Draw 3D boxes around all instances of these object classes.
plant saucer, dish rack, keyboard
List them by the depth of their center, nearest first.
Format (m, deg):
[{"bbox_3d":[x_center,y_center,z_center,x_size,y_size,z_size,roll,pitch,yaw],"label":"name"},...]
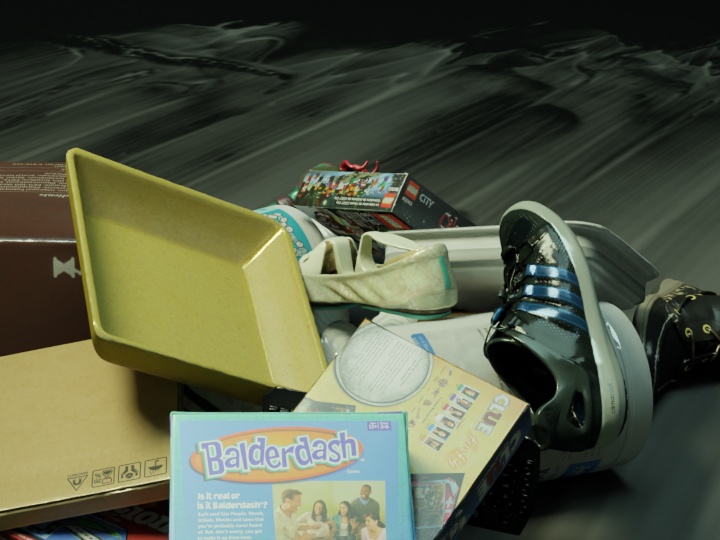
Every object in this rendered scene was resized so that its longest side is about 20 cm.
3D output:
[{"bbox_3d":[0.021,0.148,1.157,0.199,0.105,0.040,10,25,15],"label":"keyboard"},{"bbox_3d":[-0.128,0.018,1.235,0.199,0.049,0.201,19,35,-31],"label":"plant saucer"},{"bbox_3d":[0.126,0.006,1.357,0.199,0.044,0.171,-2,-15,29],"label":"dish rack"}]

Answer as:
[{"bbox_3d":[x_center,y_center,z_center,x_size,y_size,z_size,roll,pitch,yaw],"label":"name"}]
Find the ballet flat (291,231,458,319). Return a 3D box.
[{"bbox_3d":[0.000,0.000,1.304,0.199,0.063,0.067,2,12,45],"label":"ballet flat"}]

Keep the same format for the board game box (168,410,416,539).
[{"bbox_3d":[-0.041,0.180,1.009,0.151,0.045,0.201,1,55,-5],"label":"board game box"}]

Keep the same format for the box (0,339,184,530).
[{"bbox_3d":[-0.223,0.113,1.198,0.198,0.021,0.164,-11,39,4],"label":"box"}]

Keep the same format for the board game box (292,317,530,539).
[{"bbox_3d":[0.003,0.139,1.096,0.135,0.035,0.200,27,62,24],"label":"board game box"}]

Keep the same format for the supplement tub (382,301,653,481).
[{"bbox_3d":[0.102,0.096,1.257,0.199,0.133,0.132,-6,22,-20],"label":"supplement tub"}]

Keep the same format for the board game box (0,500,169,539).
[{"bbox_3d":[-0.204,0.174,1.181,0.199,0.020,0.103,16,24,32],"label":"board game box"}]

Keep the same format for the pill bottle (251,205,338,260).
[{"bbox_3d":[-0.102,0.005,1.502,0.199,0.112,0.110,-16,28,-40],"label":"pill bottle"}]

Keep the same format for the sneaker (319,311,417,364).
[{"bbox_3d":[0.027,0.077,1.387,0.080,0.071,0.200,29,21,19],"label":"sneaker"}]

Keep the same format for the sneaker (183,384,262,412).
[{"bbox_3d":[-0.109,0.103,1.288,0.115,0.076,0.201,-1,30,-33],"label":"sneaker"}]

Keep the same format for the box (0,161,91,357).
[{"bbox_3d":[-0.281,0.016,1.377,0.163,0.167,0.200,1,20,-4],"label":"box"}]

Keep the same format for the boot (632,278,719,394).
[{"bbox_3d":[0.314,0.065,1.449,0.150,0.074,0.200,10,17,19],"label":"boot"}]

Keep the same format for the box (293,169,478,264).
[{"bbox_3d":[0.055,-0.024,1.497,0.200,0.038,0.136,34,-17,-36],"label":"box"}]

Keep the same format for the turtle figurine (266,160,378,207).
[{"bbox_3d":[-0.038,-0.053,1.688,0.149,0.101,0.200,1,27,-2],"label":"turtle figurine"}]

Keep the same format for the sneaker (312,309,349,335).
[{"bbox_3d":[-0.079,0.051,1.422,0.104,0.076,0.200,1,13,18],"label":"sneaker"}]

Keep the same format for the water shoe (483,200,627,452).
[{"bbox_3d":[0.123,0.033,1.179,0.078,0.072,0.201,-4,54,-22],"label":"water shoe"}]

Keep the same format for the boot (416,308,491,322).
[{"bbox_3d":[0.134,0.060,1.387,0.199,0.074,0.075,10,16,-33],"label":"boot"}]
